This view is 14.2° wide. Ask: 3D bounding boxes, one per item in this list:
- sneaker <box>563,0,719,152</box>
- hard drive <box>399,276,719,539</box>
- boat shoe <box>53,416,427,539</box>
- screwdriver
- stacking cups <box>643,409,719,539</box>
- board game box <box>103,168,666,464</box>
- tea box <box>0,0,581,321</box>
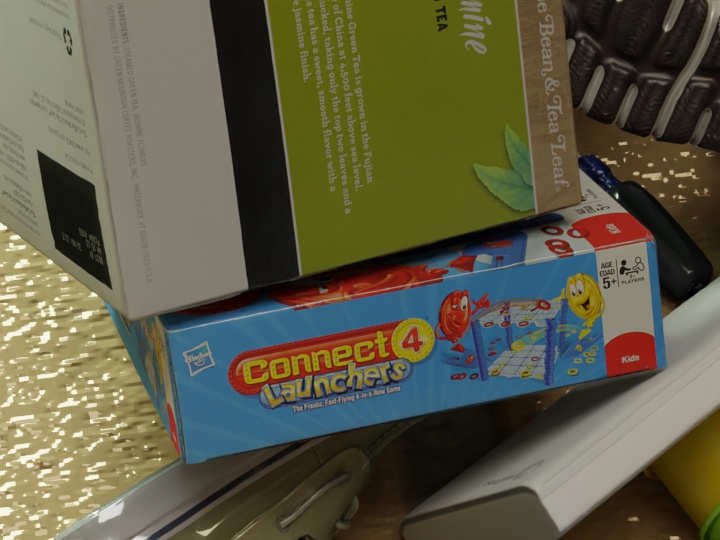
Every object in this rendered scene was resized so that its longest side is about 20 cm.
[{"bbox_3d":[0.137,-0.087,1.221,0.199,0.116,0.076,30,97,-2],"label":"sneaker"},{"bbox_3d":[0.118,0.049,1.181,0.200,0.132,0.027,-36,94,-25],"label":"hard drive"},{"bbox_3d":[-0.033,0.088,1.188,0.199,0.072,0.062,-30,91,-23],"label":"boat shoe"},{"bbox_3d":[0.088,-0.059,1.312,0.200,0.028,0.029,46,35,23],"label":"screwdriver"},{"bbox_3d":[0.196,0.135,1.165,0.060,0.061,0.200,-28,62,-21],"label":"stacking cups"},{"bbox_3d":[0.000,0.000,1.185,0.194,0.056,0.200,-11,20,-12],"label":"board game box"},{"bbox_3d":[-0.045,-0.086,1.153,0.195,0.135,0.200,-14,19,-22],"label":"tea box"}]
